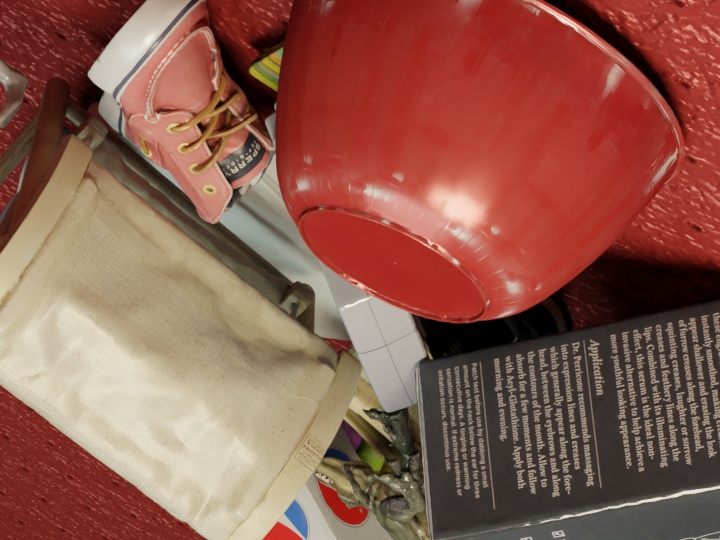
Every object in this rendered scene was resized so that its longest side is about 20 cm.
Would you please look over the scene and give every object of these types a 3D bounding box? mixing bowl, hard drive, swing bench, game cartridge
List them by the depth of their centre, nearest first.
[{"bbox_3d":[0.037,-0.046,1.377,0.199,0.109,0.200,23,161,8],"label":"mixing bowl"},{"bbox_3d":[0.000,0.000,1.542,0.200,0.041,0.134,66,178,-72],"label":"game cartridge"},{"bbox_3d":[-0.116,0.024,1.576,0.199,0.130,0.200,39,-177,-18],"label":"swing bench"},{"bbox_3d":[-0.056,-0.026,1.720,0.132,0.026,0.200,6,149,49],"label":"hard drive"}]

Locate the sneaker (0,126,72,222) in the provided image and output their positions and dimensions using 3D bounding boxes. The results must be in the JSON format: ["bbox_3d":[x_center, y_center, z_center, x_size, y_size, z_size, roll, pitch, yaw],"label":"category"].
[{"bbox_3d":[-0.188,-0.009,1.746,0.079,0.131,0.200,39,171,3],"label":"sneaker"}]

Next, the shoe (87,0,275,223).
[{"bbox_3d":[-0.081,-0.084,1.516,0.091,0.072,0.200,42,169,2],"label":"shoe"}]

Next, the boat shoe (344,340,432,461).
[{"bbox_3d":[0.047,0.125,1.722,0.073,0.063,0.201,8,133,59],"label":"boat shoe"}]

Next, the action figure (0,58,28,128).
[{"bbox_3d":[-0.243,-0.156,1.560,0.193,0.105,0.200,32,136,9],"label":"action figure"}]

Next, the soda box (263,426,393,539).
[{"bbox_3d":[-0.050,0.108,1.746,0.064,0.068,0.201,-28,93,31],"label":"soda box"}]

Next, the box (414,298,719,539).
[{"bbox_3d":[0.144,0.104,1.504,0.199,0.107,0.149,-12,147,12],"label":"box"}]

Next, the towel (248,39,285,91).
[{"bbox_3d":[0.018,-0.101,1.450,0.086,0.018,0.200,32,160,-15],"label":"towel"}]

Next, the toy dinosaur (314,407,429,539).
[{"bbox_3d":[0.027,0.125,1.624,0.200,0.047,0.088,44,152,57],"label":"toy dinosaur"}]

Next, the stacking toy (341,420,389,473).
[{"bbox_3d":[-0.017,0.130,1.827,0.200,0.116,0.110,55,159,-16],"label":"stacking toy"}]

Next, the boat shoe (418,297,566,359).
[{"bbox_3d":[0.059,0.021,1.608,0.074,0.066,0.200,22,159,21],"label":"boat shoe"}]
